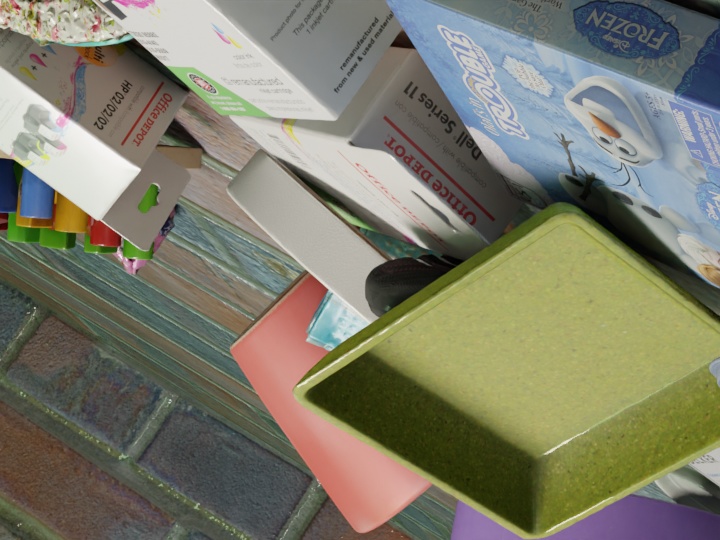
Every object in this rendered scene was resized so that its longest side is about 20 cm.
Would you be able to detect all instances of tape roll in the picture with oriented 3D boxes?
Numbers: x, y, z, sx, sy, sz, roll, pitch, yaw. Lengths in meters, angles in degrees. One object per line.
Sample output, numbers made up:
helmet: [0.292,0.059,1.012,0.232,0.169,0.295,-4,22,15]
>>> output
tape roll: [0.163,0.203,1.245,0.200,0.085,0.200,12,171,2]
tape roll: [0.000,0.000,1.107,0.203,0.037,0.203,41,-179,-1]

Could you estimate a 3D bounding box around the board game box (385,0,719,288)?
board game box: [0.124,-0.064,0.806,0.199,0.043,0.200,28,167,35]

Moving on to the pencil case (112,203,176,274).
pencil case: [-0.283,-0.083,1.746,0.200,0.083,0.087,37,169,-7]

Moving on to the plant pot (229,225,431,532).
plant pot: [0.008,0.075,1.361,0.177,0.200,0.200,46,167,-3]

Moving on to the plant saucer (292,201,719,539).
plant saucer: [0.100,0.049,0.929,0.200,0.048,0.200,34,128,-31]

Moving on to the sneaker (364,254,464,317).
sneaker: [0.087,0.055,1.011,0.200,0.116,0.076,2,-167,-31]

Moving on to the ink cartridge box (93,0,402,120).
ink cartridge box: [-0.090,-0.169,0.875,0.200,0.084,0.145,41,167,-26]

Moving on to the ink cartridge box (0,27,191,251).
ink cartridge box: [-0.206,-0.119,1.290,0.200,0.115,0.068,37,127,-12]

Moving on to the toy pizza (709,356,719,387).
toy pizza: [0.267,0.055,0.823,0.200,0.032,0.200,12,171,2]

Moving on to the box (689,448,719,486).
box: [0.296,0.136,1.087,0.200,0.060,0.117,36,168,-5]

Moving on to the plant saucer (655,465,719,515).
plant saucer: [0.269,0.155,1.263,0.200,0.050,0.200,32,168,8]

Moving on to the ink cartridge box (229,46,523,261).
ink cartridge box: [0.021,-0.070,0.989,0.117,0.067,0.200,41,170,-29]

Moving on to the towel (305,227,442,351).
towel: [0.069,0.045,1.224,0.200,0.147,0.022,33,-147,8]

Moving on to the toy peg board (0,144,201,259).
toy peg board: [-0.270,-0.064,1.436,0.200,0.098,0.199,7,-175,32]

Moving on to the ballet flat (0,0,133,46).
ballet flat: [-0.208,-0.190,1.162,0.200,0.076,0.064,14,141,50]
